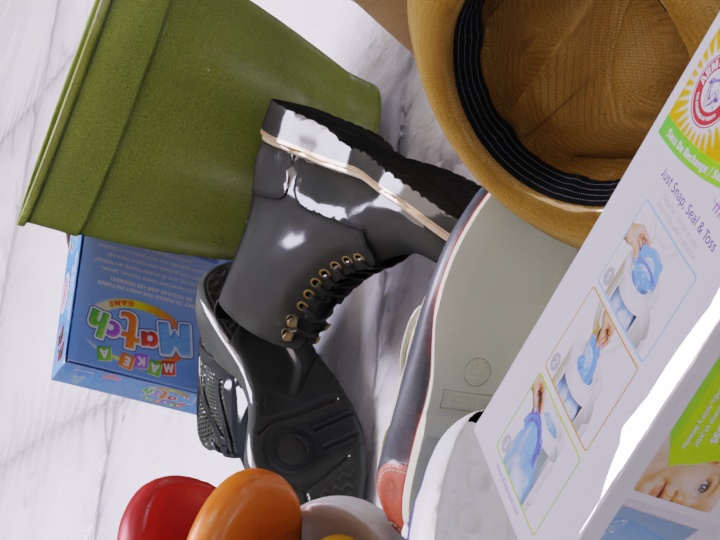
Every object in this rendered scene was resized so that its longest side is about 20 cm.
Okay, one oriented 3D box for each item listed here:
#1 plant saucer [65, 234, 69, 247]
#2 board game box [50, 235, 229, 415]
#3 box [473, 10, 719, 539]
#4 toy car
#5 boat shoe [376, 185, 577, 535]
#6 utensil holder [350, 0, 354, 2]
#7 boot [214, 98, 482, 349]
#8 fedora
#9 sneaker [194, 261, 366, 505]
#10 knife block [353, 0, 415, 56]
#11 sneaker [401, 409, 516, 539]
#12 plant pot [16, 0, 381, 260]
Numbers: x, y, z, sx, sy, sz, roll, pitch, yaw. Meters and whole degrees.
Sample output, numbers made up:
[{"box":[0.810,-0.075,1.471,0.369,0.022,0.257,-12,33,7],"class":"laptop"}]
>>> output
[{"box":[-0.227,-0.106,1.659,0.200,0.036,0.202,-45,37,48],"class":"plant saucer"},{"box":[-0.128,-0.003,1.220,0.037,0.150,0.202,-43,38,51],"class":"board game box"},{"box":[0.142,0.024,0.636,0.201,0.112,0.102,-62,24,25],"class":"box"},{"box":[-0.080,0.187,0.925,0.175,0.150,0.201,-29,-25,-54],"class":"toy car"},{"box":[0.054,0.042,0.890,0.063,0.070,0.202,-146,69,-69],"class":"boat shoe"},{"box":[0.048,-0.262,0.968,0.201,0.168,0.171,-56,29,38],"class":"utensil holder"},{"box":[0.000,0.000,0.995,0.200,0.077,0.140,33,108,48],"class":"boot"},{"box":[0.112,-0.101,0.782,0.082,0.201,0.200,-39,1,-36],"class":"fedora"},{"box":[-0.051,0.102,1.089,0.115,0.076,0.200,95,153,-51],"class":"sneaker"},{"box":[0.083,-0.171,0.851,0.175,0.200,0.064,-30,36,32],"class":"knife block"},{"box":[0.025,0.177,0.845,0.146,0.080,0.202,-26,57,55],"class":"sneaker"},{"box":[-0.095,-0.092,1.125,0.200,0.191,0.202,-160,90,-78],"class":"plant pot"}]
